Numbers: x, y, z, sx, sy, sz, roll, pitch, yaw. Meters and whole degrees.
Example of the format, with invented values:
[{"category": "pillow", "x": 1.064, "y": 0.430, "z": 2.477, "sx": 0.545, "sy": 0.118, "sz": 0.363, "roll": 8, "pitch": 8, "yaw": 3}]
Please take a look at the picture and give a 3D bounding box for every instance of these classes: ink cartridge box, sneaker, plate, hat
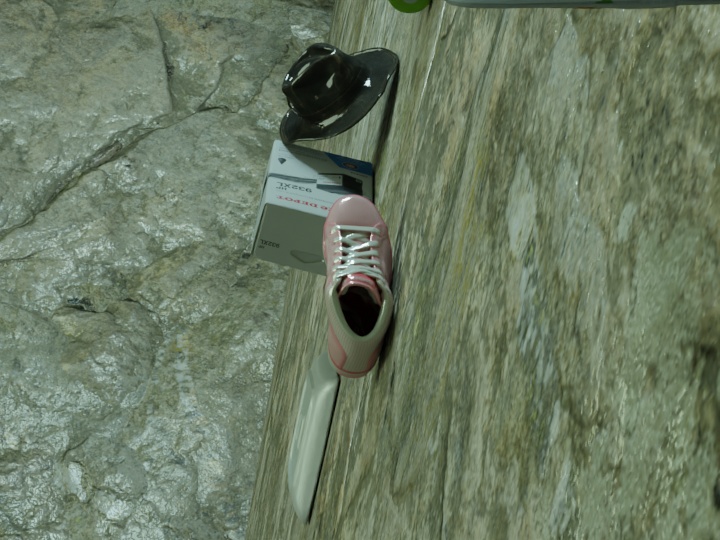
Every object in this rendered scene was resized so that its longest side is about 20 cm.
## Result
[{"category": "ink cartridge box", "x": -0.061, "y": -0.083, "z": 1.790, "sx": 0.200, "sy": 0.144, "sz": 0.084, "roll": -89, "pitch": 14, "yaw": -61}, {"category": "sneaker", "x": 0.000, "y": 0.000, "z": 1.383, "sx": 0.105, "sy": 0.075, "sz": 0.202, "roll": 104, "pitch": 168, "yaw": -67}, {"category": "plate", "x": -0.069, "y": 0.219, "z": 1.832, "sx": 0.200, "sy": 0.032, "sz": 0.201, "roll": -119, "pitch": 41, "yaw": -80}, {"category": "hat", "x": -0.048, "y": -0.260, "z": 1.819, "sx": 0.200, "sy": 0.081, "sz": 0.201, "roll": -29, "pitch": 30, "yaw": 19}]

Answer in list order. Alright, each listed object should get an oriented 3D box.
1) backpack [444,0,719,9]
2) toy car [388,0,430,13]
[{"category": "backpack", "x": 0.091, "y": -0.173, "z": 0.432, "sx": 0.191, "sy": 0.198, "sz": 0.155, "roll": -80, "pitch": -8, "yaw": -50}, {"category": "toy car", "x": 0.001, "y": -0.420, "z": 1.593, "sx": 0.165, "sy": 0.198, "sz": 0.158, "roll": -84, "pitch": 8, "yaw": -46}]
